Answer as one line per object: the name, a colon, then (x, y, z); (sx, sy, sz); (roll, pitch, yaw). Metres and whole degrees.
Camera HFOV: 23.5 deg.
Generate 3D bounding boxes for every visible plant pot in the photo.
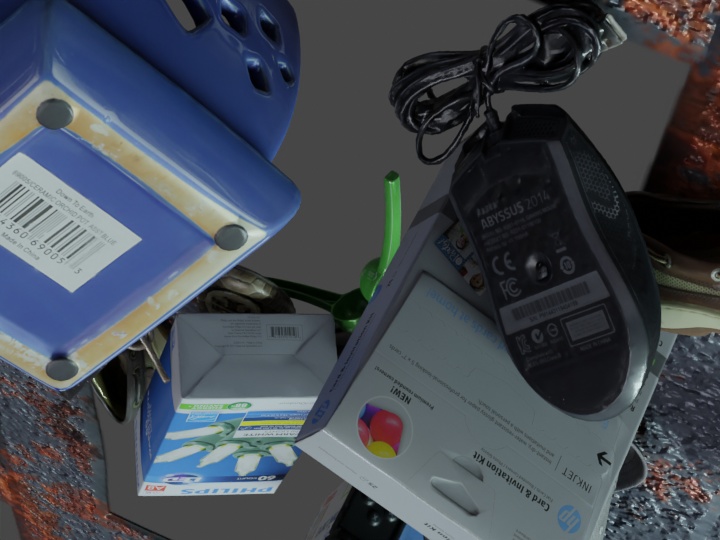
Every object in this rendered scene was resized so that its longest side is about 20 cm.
plant pot: (-0.150, -0.072, 0.838); (0.199, 0.181, 0.200); (-34, 131, 22)

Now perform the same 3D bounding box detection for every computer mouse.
computer mouse: (0.101, -0.026, 0.863); (0.138, 0.053, 0.202); (-17, 92, 44)

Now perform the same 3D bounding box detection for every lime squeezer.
lime squeezer: (0.000, 0.000, 1.077); (0.071, 0.038, 0.200); (62, 149, 5)

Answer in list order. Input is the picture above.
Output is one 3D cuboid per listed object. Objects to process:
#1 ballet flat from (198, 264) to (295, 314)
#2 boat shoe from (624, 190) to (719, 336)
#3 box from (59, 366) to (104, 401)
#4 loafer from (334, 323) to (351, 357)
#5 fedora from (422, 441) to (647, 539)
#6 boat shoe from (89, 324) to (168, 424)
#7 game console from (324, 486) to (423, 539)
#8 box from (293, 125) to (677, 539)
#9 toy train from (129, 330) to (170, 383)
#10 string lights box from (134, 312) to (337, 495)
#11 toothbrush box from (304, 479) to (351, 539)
ballet flat: (-0.084, 0.045, 1.161); (0.067, 0.047, 0.200); (27, 160, 3)
boat shoe: (0.208, -0.004, 0.851); (0.201, 0.075, 0.075); (4, 129, 32)
box: (-0.189, -0.012, 1.138); (0.137, 0.038, 0.200); (45, 136, -3)
loafer: (0.002, 0.073, 1.145); (0.072, 0.063, 0.200); (38, 149, -15)
fedora: (0.090, 0.145, 1.089); (0.175, 0.091, 0.200); (-4, 158, 26)
boat shoe: (-0.187, 0.037, 1.247); (0.073, 0.065, 0.201); (10, 144, 32)
game console: (0.087, 0.206, 1.161); (0.199, 0.177, 0.116); (38, 149, -14)
box: (0.076, 0.048, 0.908); (0.155, 0.201, 0.041); (35, 150, -13)
toy train: (-0.206, -0.004, 1.075); (0.115, 0.085, 0.201); (-11, 116, 51)
string lights box: (-0.086, 0.091, 1.146); (0.102, 0.060, 0.200); (1, 156, -15)
toothbrush box: (0.060, 0.237, 1.319); (0.199, 0.086, 0.146); (31, 150, -4)
